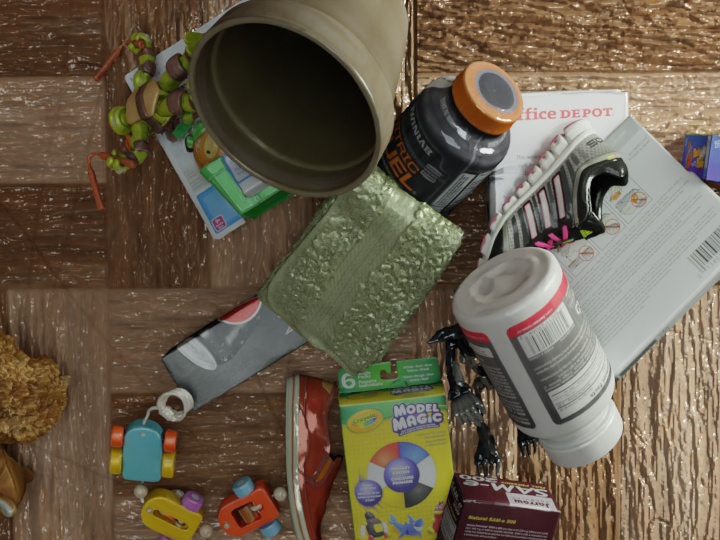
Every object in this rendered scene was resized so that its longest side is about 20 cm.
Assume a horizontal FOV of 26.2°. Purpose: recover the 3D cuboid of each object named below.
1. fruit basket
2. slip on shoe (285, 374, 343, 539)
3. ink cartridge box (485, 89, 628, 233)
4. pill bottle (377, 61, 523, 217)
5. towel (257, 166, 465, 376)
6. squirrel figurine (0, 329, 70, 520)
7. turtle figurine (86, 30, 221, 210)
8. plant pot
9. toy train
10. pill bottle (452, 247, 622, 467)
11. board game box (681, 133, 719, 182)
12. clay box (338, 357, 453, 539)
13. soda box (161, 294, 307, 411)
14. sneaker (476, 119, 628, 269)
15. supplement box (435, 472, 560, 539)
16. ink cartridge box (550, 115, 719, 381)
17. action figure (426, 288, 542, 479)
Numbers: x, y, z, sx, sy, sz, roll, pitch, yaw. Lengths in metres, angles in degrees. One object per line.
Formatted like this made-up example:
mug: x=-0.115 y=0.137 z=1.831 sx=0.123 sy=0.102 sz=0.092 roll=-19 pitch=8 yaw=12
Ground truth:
fruit basket: x=-0.123 y=-0.163 z=1.589 sx=0.184 sy=0.094 sz=0.202 roll=-30 pitch=89 yaw=6
slip on shoe: x=-0.048 y=0.210 z=1.635 sx=0.060 sy=0.074 sz=0.203 roll=-1 pitch=91 yaw=-2
ink cartridge box: x=0.202 y=-0.083 z=1.595 sx=0.143 sy=0.084 sz=0.203 roll=-2 pitch=96 yaw=1
pill bottle: x=0.079 y=-0.121 z=1.535 sx=0.106 sy=0.106 sz=0.200 roll=41 pitch=134 yaw=-3
towel: x=0.000 y=0.000 z=1.539 sx=0.148 sy=0.037 sz=0.201 roll=35 pitch=115 yaw=-4
squirrel figurine: x=-0.395 y=0.164 z=1.603 sx=0.199 sy=0.142 sz=0.188 roll=-35 pitch=100 yaw=6
turtle figurine: x=-0.205 y=-0.161 z=1.545 sx=0.064 sy=0.160 sz=0.202 roll=29 pitch=54 yaw=-37
plant pot: x=-0.037 y=-0.201 z=1.473 sx=0.198 sy=0.174 sz=0.202 roll=18 pitch=137 yaw=17
toy train: x=-0.175 y=0.213 z=1.635 sx=0.149 sy=0.056 sz=0.201 roll=-32 pitch=109 yaw=10
pill bottle: x=0.175 y=0.087 z=1.470 sx=0.110 sy=0.111 sz=0.201 roll=-29 pitch=116 yaw=3
board game box: x=0.436 y=-0.105 z=1.566 sx=0.197 sy=0.134 sz=0.045 roll=7 pitch=96 yaw=0
clay box: x=0.040 y=0.197 z=1.628 sx=0.113 sy=0.048 sz=0.203 roll=-7 pitch=106 yaw=1
soda box: x=-0.107 y=0.065 z=1.624 sx=0.199 sy=0.063 sz=0.071 roll=-32 pitch=94 yaw=3
sneaker: x=0.190 y=-0.047 z=1.505 sx=0.087 sy=0.074 sz=0.201 roll=35 pitch=88 yaw=25
supplement box: x=0.128 y=0.318 z=1.613 sx=0.107 sy=0.061 sz=0.202 roll=9 pitch=111 yaw=-13
ink cartridge box: x=0.263 y=-0.022 z=1.540 sx=0.200 sy=0.044 sz=0.174 roll=-45 pitch=71 yaw=6
action figure: x=0.140 y=0.113 z=1.576 sx=0.117 sy=0.102 sz=0.202 roll=-20 pitch=123 yaw=-5
